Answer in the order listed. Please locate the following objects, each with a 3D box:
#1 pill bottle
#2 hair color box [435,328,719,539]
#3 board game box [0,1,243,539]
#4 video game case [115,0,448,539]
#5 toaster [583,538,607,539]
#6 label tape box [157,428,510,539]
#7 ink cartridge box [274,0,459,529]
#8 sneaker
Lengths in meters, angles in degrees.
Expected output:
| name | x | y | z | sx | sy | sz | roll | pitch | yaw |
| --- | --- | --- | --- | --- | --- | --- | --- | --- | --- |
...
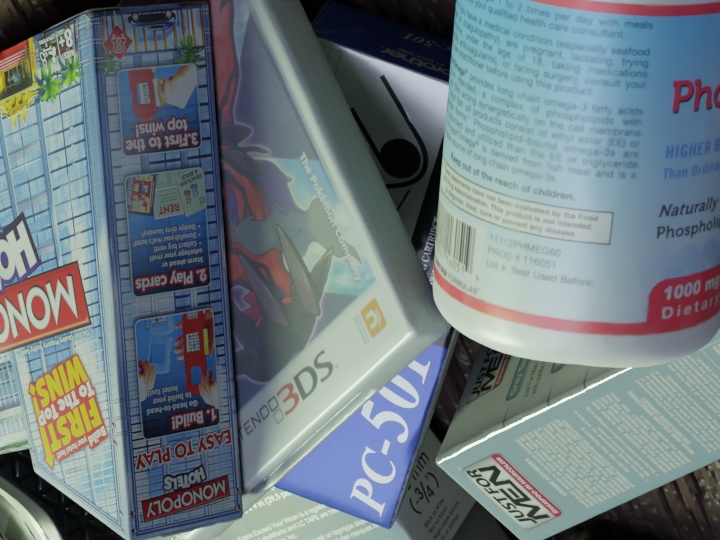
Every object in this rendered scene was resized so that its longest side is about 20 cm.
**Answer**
| name | x | y | z | sx | sy | sz | roll | pitch | yaw |
| --- | --- | --- | --- | --- | --- | --- | --- | --- | --- |
| pill bottle | 0.086 | -0.075 | 1.033 | 0.108 | 0.109 | 0.201 | 10 | 111 | 15 |
| hair color box | 0.128 | 0.026 | 1.149 | 0.061 | 0.099 | 0.200 | 43 | 134 | -20 |
| board game box | -0.120 | 0.014 | 1.172 | 0.200 | 0.061 | 0.201 | -18 | 83 | 49 |
| video game case | -0.059 | -0.019 | 1.157 | 0.182 | 0.023 | 0.201 | -44 | 63 | 44 |
| toaster | 0.143 | 0.230 | 1.322 | 0.180 | 0.119 | 0.200 | 25 | 136 | -1 |
| label tape box | -0.035 | 0.101 | 1.313 | 0.144 | 0.063 | 0.200 | -25 | 108 | 39 |
| ink cartridge box | 0.000 | 0.000 | 1.177 | 0.094 | 0.044 | 0.201 | 19 | 117 | 5 |
| sneaker | -0.155 | 0.094 | 1.379 | 0.083 | 0.072 | 0.200 | 3 | 136 | 54 |
